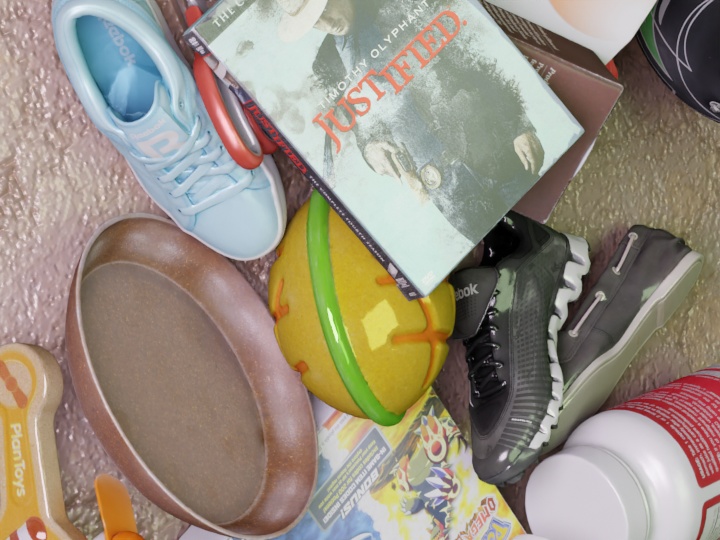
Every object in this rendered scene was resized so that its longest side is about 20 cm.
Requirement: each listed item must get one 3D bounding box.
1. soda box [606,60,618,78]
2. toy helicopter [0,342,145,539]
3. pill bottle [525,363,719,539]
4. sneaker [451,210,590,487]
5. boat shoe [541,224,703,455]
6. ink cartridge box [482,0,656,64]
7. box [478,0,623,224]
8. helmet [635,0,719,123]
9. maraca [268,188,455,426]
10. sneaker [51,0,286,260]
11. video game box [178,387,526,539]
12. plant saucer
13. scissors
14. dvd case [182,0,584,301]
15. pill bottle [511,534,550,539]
[{"bbox_3d":[0.091,-0.189,1.399,0.070,0.063,0.200,-43,117,-31],"label":"soda box"},{"bbox_3d":[-0.167,0.137,1.155,0.079,0.132,0.200,5,76,-59],"label":"toy helicopter"},{"bbox_3d":[0.206,0.138,1.468,0.200,0.112,0.112,-17,103,-44],"label":"pill bottle"},{"bbox_3d":[0.088,0.042,1.395,0.090,0.066,0.200,34,53,-26],"label":"sneaker"},{"bbox_3d":[0.157,0.046,1.479,0.200,0.057,0.067,-46,155,-25],"label":"boat shoe"},{"bbox_3d":[0.087,-0.165,1.332,0.162,0.050,0.200,32,90,-24],"label":"ink cartridge box"},{"bbox_3d":[0.044,-0.117,1.296,0.200,0.075,0.100,23,109,-19],"label":"box"},{"bbox_3d":[0.272,-0.197,1.470,0.200,0.191,0.200,15,51,-20],"label":"helmet"},{"bbox_3d":[0.000,0.000,1.289,0.137,0.107,0.200,59,22,-48],"label":"maraca"},{"bbox_3d":[-0.112,-0.077,1.206,0.200,0.074,0.082,53,18,-18],"label":"sneaker"},{"bbox_3d":[-0.002,0.171,1.347,0.200,0.047,0.182,-49,123,-28],"label":"video game box"},{"bbox_3d":[-0.099,0.064,1.216,0.200,0.034,0.200,40,33,-33],"label":"plant saucer"},{"bbox_3d":[-0.093,-0.149,1.216,0.200,0.014,0.073,67,21,3],"label":"scissors"},{"bbox_3d":[0.016,-0.104,1.215,0.146,0.022,0.200,-45,102,-18],"label":"dvd case"},{"bbox_3d":[0.069,0.259,1.314,0.200,0.109,0.109,-50,121,-28],"label":"pill bottle"}]
